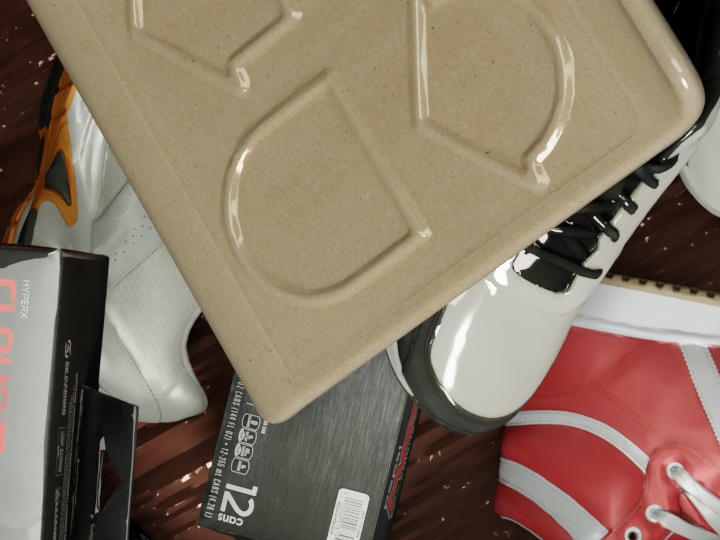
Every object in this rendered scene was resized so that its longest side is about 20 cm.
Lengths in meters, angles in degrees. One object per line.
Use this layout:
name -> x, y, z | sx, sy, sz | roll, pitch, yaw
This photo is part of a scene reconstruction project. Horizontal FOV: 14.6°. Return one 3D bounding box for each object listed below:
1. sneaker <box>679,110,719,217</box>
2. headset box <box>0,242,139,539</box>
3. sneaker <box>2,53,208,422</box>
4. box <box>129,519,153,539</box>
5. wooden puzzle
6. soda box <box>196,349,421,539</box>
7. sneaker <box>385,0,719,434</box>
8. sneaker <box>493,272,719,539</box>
sneaker -> 0.148, -0.116, 0.947 | 0.079, 0.130, 0.200 | 19, 91, 7
headset box -> -0.170, 0.061, 0.912 | 0.199, 0.077, 0.150 | 5, 90, 8
sneaker -> -0.070, -0.040, 1.009 | 0.092, 0.076, 0.201 | 17, 87, -16
box -> -0.090, 0.227, 1.009 | 0.200, 0.050, 0.199 | 44, 94, 4
wooden puzzle -> -0.001, -0.077, 0.905 | 0.200, 0.046, 0.186 | -37, 76, 30
soda box -> 0.000, 0.000, 0.990 | 0.063, 0.071, 0.201 | 15, 91, 7
sneaker -> 0.068, -0.038, 0.921 | 0.073, 0.080, 0.201 | 17, 98, -32
sneaker -> 0.140, 0.069, 0.966 | 0.199, 0.071, 0.113 | 12, 89, 22
